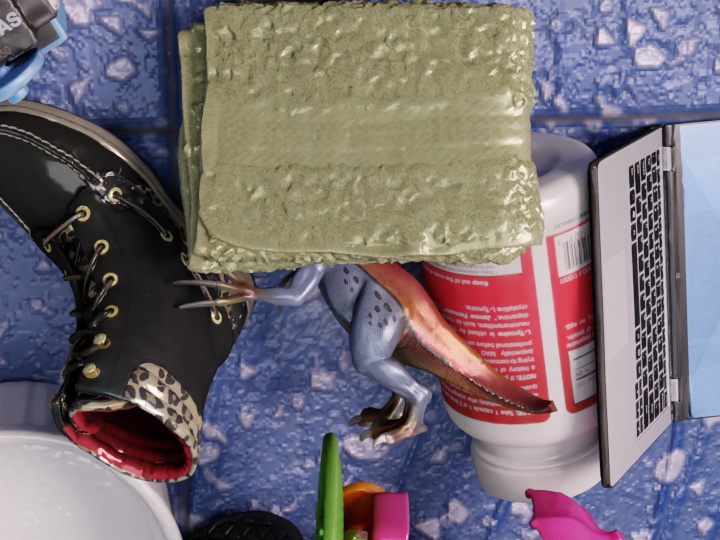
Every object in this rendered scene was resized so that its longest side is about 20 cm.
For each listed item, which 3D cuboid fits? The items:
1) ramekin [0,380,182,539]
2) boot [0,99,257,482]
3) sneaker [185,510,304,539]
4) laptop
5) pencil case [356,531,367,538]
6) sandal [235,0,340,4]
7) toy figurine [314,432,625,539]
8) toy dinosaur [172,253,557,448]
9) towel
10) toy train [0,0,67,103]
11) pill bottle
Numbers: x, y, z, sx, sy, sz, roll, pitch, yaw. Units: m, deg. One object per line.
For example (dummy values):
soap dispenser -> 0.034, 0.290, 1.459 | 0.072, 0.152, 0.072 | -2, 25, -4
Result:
ramekin -> -0.205, 0.166, 1.022 | 0.198, 0.098, 0.203 | -3, 113, -7
boot -> -0.148, 0.010, 0.929 | 0.203, 0.155, 0.073 | 40, 125, -23
sneaker -> -0.102, 0.235, 1.094 | 0.200, 0.072, 0.083 | -43, 135, 11
laptop -> 0.221, 0.011, 0.993 | 0.115, 0.200, 0.190 | 2, 104, 27
pencil case -> -0.020, 0.259, 1.092 | 0.082, 0.087, 0.201 | 32, 104, -5
sandal -> -0.026, -0.119, 0.955 | 0.075, 0.048, 0.202 | -28, 113, 5
toy figurine -> 0.063, 0.194, 0.971 | 0.182, 0.151, 0.202 | 4, 125, -3
toy dinosaur -> 0.000, 0.000, 0.960 | 0.197, 0.105, 0.184 | -9, 97, 6
towel -> -0.002, -0.074, 0.907 | 0.197, 0.036, 0.150 | -2, 84, 6
toy train -> -0.246, -0.107, 0.894 | 0.199, 0.114, 0.087 | -31, 116, 5
pill bottle -> 0.097, 0.030, 0.998 | 0.111, 0.112, 0.202 | -11, 113, -3
